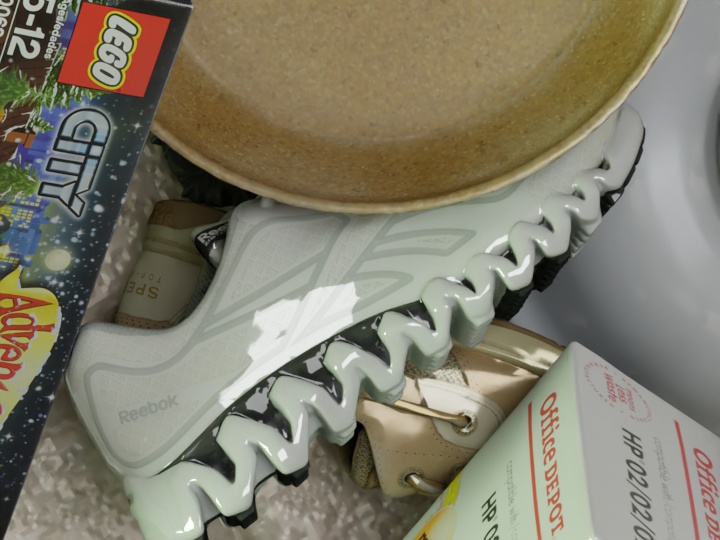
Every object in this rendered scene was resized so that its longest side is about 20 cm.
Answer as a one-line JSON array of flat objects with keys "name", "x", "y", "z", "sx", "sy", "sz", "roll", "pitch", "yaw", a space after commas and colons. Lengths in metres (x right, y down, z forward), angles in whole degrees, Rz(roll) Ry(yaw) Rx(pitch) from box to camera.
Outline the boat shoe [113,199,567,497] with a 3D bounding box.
[{"name": "boat shoe", "x": 0.014, "y": 0.042, "z": 0.962, "sx": 0.199, "sy": 0.071, "sz": 0.065, "roll": 23, "pitch": 81, "yaw": -9}]

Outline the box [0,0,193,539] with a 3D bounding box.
[{"name": "box", "x": -0.143, "y": -0.014, "z": 0.850, "sx": 0.136, "sy": 0.038, "sz": 0.201, "roll": 10, "pitch": 122, "yaw": -21}]

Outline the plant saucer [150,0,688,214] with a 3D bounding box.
[{"name": "plant saucer", "x": 0.005, "y": -0.114, "z": 0.886, "sx": 0.199, "sy": 0.035, "sz": 0.201, "roll": 0, "pitch": 84, "yaw": 3}]

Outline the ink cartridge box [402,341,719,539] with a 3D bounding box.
[{"name": "ink cartridge box", "x": 0.057, "y": 0.105, "z": 0.892, "sx": 0.068, "sy": 0.115, "sz": 0.200, "roll": 33, "pitch": 113, "yaw": -16}]

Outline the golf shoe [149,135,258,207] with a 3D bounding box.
[{"name": "golf shoe", "x": 0.028, "y": -0.075, "z": 0.956, "sx": 0.199, "sy": 0.088, "sz": 0.077, "roll": -31, "pitch": 70, "yaw": 12}]

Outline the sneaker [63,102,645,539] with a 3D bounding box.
[{"name": "sneaker", "x": 0.000, "y": 0.000, "z": 0.894, "sx": 0.200, "sy": 0.075, "sz": 0.081, "roll": -36, "pitch": 82, "yaw": -12}]

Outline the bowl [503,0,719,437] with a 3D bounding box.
[{"name": "bowl", "x": 0.144, "y": -0.034, "z": 1.008, "sx": 0.200, "sy": 0.090, "sz": 0.202, "roll": 2, "pitch": 85, "yaw": -23}]
